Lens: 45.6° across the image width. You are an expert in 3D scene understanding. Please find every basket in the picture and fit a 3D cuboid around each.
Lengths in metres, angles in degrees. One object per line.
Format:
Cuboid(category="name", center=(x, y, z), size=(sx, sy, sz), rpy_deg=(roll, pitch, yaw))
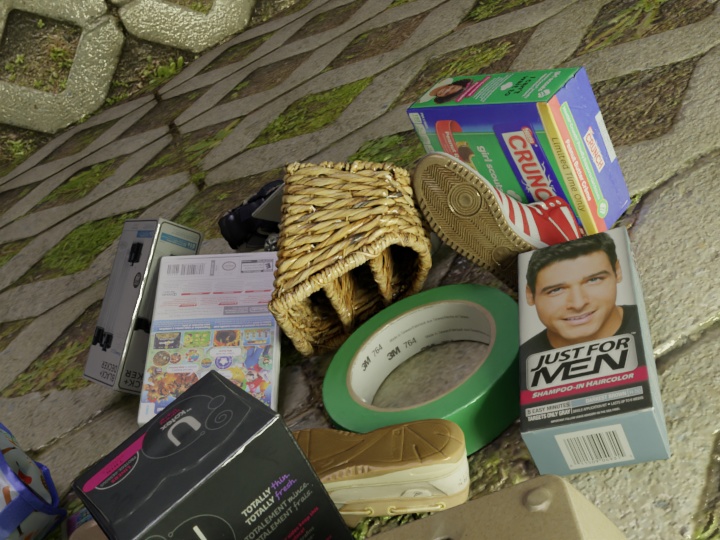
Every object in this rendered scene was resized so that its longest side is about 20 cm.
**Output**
Cuboid(category="basket", center=(0.000, 0.000, 0.847), size=(0.140, 0.200, 0.152), rpy_deg=(1, 70, 7))

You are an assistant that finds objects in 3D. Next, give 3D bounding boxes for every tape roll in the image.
Cuboid(category="tape roll", center=(0.062, 0.092, 0.781), size=(0.197, 0.049, 0.202), rpy_deg=(-22, 28, 12))

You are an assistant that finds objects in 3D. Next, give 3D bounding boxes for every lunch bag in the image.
Cuboid(category="lunch bag", center=(-0.379, 0.250, 0.819), size=(0.170, 0.124, 0.199), rpy_deg=(-46, 22, -17))

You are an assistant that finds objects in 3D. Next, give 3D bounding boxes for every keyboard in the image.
Cuboid(category="keyboard", center=(-0.033, -0.062, 0.942), size=(0.056, 0.198, 0.011), rpy_deg=(-33, 66, 30))

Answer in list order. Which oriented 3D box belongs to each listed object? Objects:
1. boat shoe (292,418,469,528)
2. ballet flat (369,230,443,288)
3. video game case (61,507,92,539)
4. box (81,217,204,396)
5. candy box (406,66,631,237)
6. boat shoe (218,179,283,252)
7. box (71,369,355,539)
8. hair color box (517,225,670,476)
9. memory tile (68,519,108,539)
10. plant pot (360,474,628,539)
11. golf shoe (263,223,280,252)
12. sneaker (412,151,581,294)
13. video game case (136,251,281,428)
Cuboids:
Cuboid(category="boat shoe", center=(-0.008, 0.170, 0.678), size=(0.196, 0.070, 0.074), rpy_deg=(-8, 26, 19))
Cuboid(category="ballet flat", center=(0.030, -0.017, 0.986), size=(0.197, 0.069, 0.072), rpy_deg=(-25, 39, 16))
Cuboid(category="video game case", center=(-0.184, 0.242, 0.775), size=(0.180, 0.024, 0.200), rpy_deg=(-32, 28, -8))
Cuboid(category="box", center=(-0.260, 0.043, 1.018), size=(0.116, 0.059, 0.204), rpy_deg=(5, 79, 54))
Cuboid(category="candy box", center=(0.168, -0.123, 0.920), size=(0.198, 0.171, 0.077), rpy_deg=(8, 45, 48))
Cuboid(category="boat shoe", center=(-0.086, -0.076, 1.106), size=(0.092, 0.076, 0.199), rpy_deg=(-32, -5, 34))
Cuboid(category="box", center=(-0.078, 0.190, 0.571), size=(0.122, 0.202, 0.105), rpy_deg=(-38, 29, -22))
Cuboid(category="hair color box", center=(0.181, 0.060, 0.687), size=(0.097, 0.061, 0.202), rpy_deg=(-15, 37, 22))
Cuboid(category="memory tile", center=(-0.131, 0.211, 0.715), size=(0.198, 0.017, 0.152), rpy_deg=(-25, 29, -32))
Cuboid(category="plant pot", center=(0.074, 0.222, 0.404), size=(0.197, 0.179, 0.201), rpy_deg=(-21, 27, 10))
Cuboid(category="golf shoe", center=(-0.115, 0.010, 1.078), size=(0.198, 0.079, 0.097), rpy_deg=(-32, -12, 21))
Cuboid(category="sneaker", center=(0.138, -0.053, 0.827), size=(0.071, 0.199, 0.113), rpy_deg=(-44, 9, 34))
Cuboid(category="video game case", center=(-0.154, 0.069, 0.910), size=(0.140, 0.018, 0.203), rpy_deg=(-2, 56, 2))
